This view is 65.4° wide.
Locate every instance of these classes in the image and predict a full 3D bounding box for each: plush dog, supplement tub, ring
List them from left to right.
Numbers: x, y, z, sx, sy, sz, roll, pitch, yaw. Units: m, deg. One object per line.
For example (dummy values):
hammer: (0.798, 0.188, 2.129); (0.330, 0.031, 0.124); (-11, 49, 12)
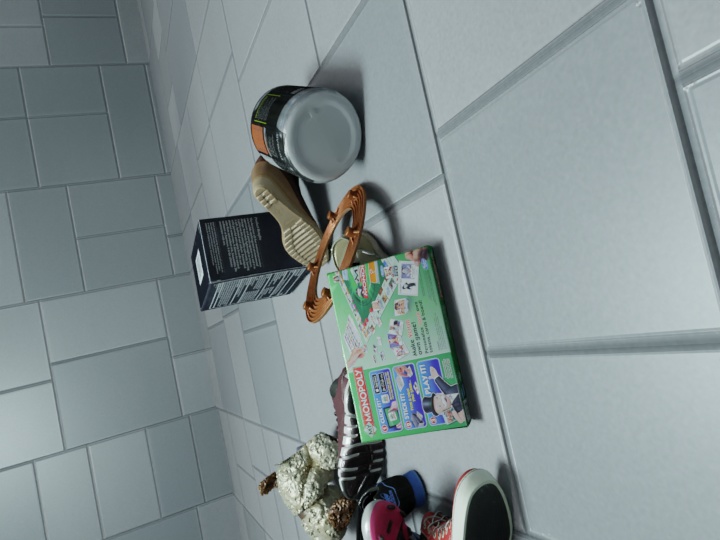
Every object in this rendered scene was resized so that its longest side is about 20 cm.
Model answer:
supplement tub: (-0.089, -0.205, 0.821); (0.199, 0.119, 0.126); (35, 131, 57)
plush dog: (-0.086, 0.433, 1.059); (0.173, 0.158, 0.202); (51, 146, 20)
ring: (-0.042, -0.026, 0.789); (0.202, 0.019, 0.203); (-56, 22, 36)

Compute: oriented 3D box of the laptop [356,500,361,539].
laptop: (0.045, 0.527, 0.959); (0.201, 0.112, 0.193); (-86, -2, -64)

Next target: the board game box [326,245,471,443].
board game box: (0.043, 0.087, 0.657); (0.131, 0.029, 0.206); (-14, 86, 22)

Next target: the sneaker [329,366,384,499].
sneaker: (-0.012, 0.254, 0.915); (0.115, 0.073, 0.207); (-155, 68, -67)

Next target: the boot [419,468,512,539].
boot: (0.108, 0.296, 0.655); (0.144, 0.071, 0.206); (-148, 49, -61)

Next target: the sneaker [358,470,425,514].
sneaker: (0.028, 0.354, 0.841); (0.071, 0.076, 0.202); (64, 152, 29)

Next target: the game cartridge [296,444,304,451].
game cartridge: (-0.111, 0.519, 1.276); (0.130, 0.037, 0.206); (-136, 42, -59)

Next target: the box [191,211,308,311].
box: (-0.216, -0.019, 1.087); (0.200, 0.193, 0.127); (140, 118, -62)

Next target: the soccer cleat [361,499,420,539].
soccer cleat: (0.032, 0.355, 0.726); (0.084, 0.071, 0.202); (-6, 137, 29)

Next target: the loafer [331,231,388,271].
loafer: (0.000, 0.000, 0.770); (0.199, 0.066, 0.078); (36, 132, 57)

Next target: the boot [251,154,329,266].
boot: (-0.111, -0.121, 0.969); (0.201, 0.071, 0.169); (54, -157, -32)
